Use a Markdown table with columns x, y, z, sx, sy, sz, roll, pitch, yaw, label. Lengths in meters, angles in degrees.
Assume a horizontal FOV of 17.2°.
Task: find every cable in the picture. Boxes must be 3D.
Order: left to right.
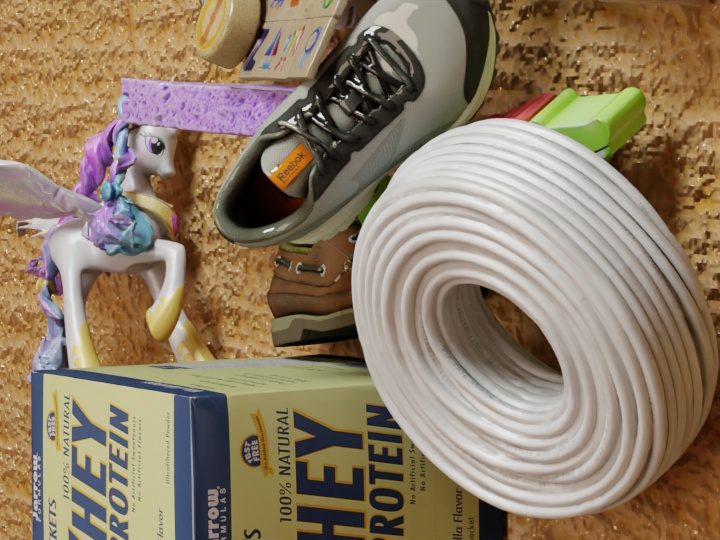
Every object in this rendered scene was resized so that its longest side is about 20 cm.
| x | y | z | sx | sy | sz | roll | pitch | yaw | label |
| --- | --- | --- | --- | --- | --- | --- | --- | --- | --- |
| 0.080 | 0.027 | 1.170 | 0.199 | 0.069 | 0.201 | -16 | 108 | 51 | cable |

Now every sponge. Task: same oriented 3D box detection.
| x | y | z | sx | sy | sz | roll | pitch | yaw | label |
| --- | --- | --- | --- | --- | --- | --- | --- | --- | --- |
| -0.047 | -0.093 | 1.387 | 0.199 | 0.111 | 0.030 | 11 | 98 | 56 | sponge |

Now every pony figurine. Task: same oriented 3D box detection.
| x | y | z | sx | sy | sz | roll | pitch | yaw | label |
| --- | --- | --- | --- | --- | --- | --- | --- | --- | --- |
| -0.181 | -0.019 | 1.590 | 0.192 | 0.166 | 0.202 | -10 | 78 | 24 | pony figurine |

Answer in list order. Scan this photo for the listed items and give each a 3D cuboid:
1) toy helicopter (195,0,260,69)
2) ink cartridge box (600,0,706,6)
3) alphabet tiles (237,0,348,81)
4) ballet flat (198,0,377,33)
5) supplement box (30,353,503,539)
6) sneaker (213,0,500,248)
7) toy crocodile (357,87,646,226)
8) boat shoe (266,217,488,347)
| x | y | z | sx | sy | sz | roll | pitch | yaw | label |
| --- | --- | --- | --- | --- | --- | --- | --- | --- | --- |
| -0.055 | -0.211 | 1.317 | 0.132 | 0.078 | 0.202 | -13 | 64 | 57 | toy helicopter |
| 0.114 | -0.246 | 1.166 | 0.200 | 0.075 | 0.166 | 47 | 130 | 46 | ink cartridge box |
| -0.022 | -0.178 | 1.276 | 0.168 | 0.008 | 0.200 | -67 | 18 | -3 | alphabet tiles |
| -0.024 | -0.171 | 1.404 | 0.200 | 0.072 | 0.073 | -16 | 78 | 56 | ballet flat |
| -0.055 | 0.123 | 1.329 | 0.199 | 0.198 | 0.136 | 3 | 94 | 57 | supplement box |
| -0.003 | -0.075 | 1.205 | 0.074 | 0.079 | 0.200 | 49 | 124 | 10 | sneaker |
| 0.071 | -0.054 | 1.229 | 0.062 | 0.067 | 0.200 | 56 | 145 | -7 | toy crocodile |
| 0.000 | 0.000 | 1.354 | 0.199 | 0.071 | 0.069 | -14 | 81 | 56 | boat shoe |
